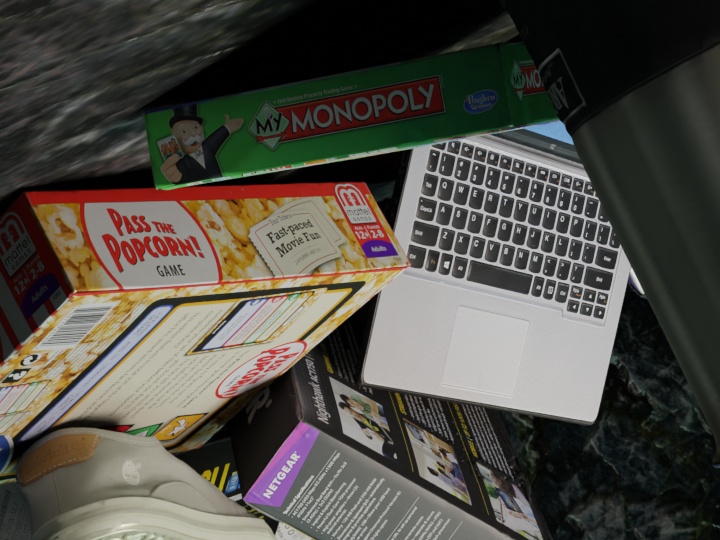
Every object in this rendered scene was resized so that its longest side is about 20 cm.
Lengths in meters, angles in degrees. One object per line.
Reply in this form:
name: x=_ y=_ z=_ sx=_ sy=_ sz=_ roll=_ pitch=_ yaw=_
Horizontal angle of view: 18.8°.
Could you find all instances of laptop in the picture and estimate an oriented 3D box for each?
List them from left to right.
laptop: x=0.117 y=-0.024 z=1.008 sx=0.115 sy=0.201 sz=0.187 roll=13 pitch=180 yaw=43

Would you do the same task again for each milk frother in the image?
milk frother: x=0.161 y=-0.071 z=0.661 sx=0.199 sy=0.189 sz=0.180 roll=-27 pitch=176 yaw=18

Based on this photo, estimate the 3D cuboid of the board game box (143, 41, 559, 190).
board game box: x=0.030 y=-0.060 z=0.790 sx=0.134 sy=0.029 sz=0.200 roll=-8 pitch=-176 yaw=26

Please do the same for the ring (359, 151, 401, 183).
ring: x=0.092 y=-0.086 z=1.087 sx=0.199 sy=0.019 sz=0.200 roll=-26 pitch=174 yaw=-3

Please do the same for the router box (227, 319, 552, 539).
router box: x=0.006 y=0.073 z=1.031 sx=0.051 sy=0.149 sz=0.200 roll=-52 pitch=-158 yaw=15

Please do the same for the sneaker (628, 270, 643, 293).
sneaker: x=0.149 y=-0.035 z=1.190 sx=0.072 sy=0.115 sz=0.200 roll=-29 pitch=-178 yaw=17

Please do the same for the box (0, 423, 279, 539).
box: x=-0.111 y=0.144 z=1.024 sx=0.200 sy=0.049 sz=0.161 roll=-13 pitch=122 yaw=-59

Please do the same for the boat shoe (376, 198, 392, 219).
boat shoe: x=0.060 y=-0.012 z=1.154 sx=0.060 sy=0.072 sz=0.201 roll=-17 pitch=175 yaw=24

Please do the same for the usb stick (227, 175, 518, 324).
usb stick: x=0.000 y=0.000 z=1.009 sx=0.055 sy=0.033 sz=0.199 roll=-36 pitch=146 yaw=27

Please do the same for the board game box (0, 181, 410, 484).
board game box: x=-0.095 y=0.027 z=0.870 sx=0.151 sy=0.046 sz=0.199 roll=-41 pitch=159 yaw=31

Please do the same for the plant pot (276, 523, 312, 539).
plant pot: x=-0.039 y=0.134 z=1.321 sx=0.199 sy=0.201 sz=0.180 roll=-24 pitch=-163 yaw=0

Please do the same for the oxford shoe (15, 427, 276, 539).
oxford shoe: x=-0.087 y=0.105 z=0.916 sx=0.075 sy=0.058 sz=0.200 roll=-28 pitch=159 yaw=8
